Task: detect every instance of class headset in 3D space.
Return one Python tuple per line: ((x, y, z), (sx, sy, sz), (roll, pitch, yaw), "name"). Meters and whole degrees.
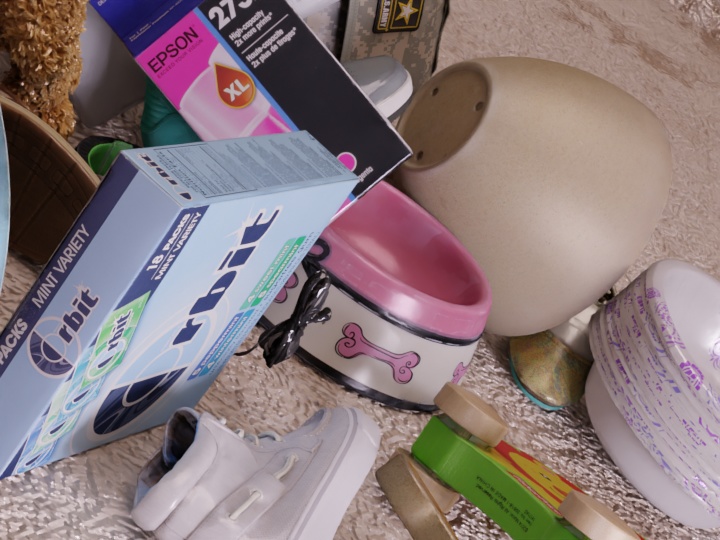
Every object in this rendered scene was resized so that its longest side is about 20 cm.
((-0.094, -0.021, 1.303), (0.123, 0.094, 0.200), (11, 32, -51), "headset")

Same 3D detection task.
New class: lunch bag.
((-0.027, -0.213, 1.668), (0.199, 0.165, 0.118), (7, 23, -5), "lunch bag")

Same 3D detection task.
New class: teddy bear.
((-0.185, -0.167, 1.303), (0.067, 0.201, 0.145), (2, 27, 6), "teddy bear")

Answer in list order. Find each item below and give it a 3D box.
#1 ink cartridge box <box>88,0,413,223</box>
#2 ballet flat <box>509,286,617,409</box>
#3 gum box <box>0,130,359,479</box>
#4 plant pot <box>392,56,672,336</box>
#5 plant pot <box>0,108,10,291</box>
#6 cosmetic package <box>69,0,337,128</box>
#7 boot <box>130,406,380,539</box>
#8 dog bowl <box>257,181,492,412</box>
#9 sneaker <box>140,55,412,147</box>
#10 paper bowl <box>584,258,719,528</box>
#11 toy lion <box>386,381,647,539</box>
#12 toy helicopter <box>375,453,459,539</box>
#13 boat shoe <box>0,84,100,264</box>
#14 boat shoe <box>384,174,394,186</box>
((-0.067, -0.117, 1.343), (0.200, 0.095, 0.037), (50, 1, -3), "ink cartridge box")
((0.154, 0.041, 1.629), (0.071, 0.071, 0.200), (37, 19, 2), "ballet flat")
((-0.100, 0.013, 1.100), (0.045, 0.170, 0.200), (42, 19, 15), "gum box")
((0.100, -0.073, 1.560), (0.134, 0.200, 0.200), (37, 16, -35), "plant pot")
((-0.274, -0.031, 0.901), (0.188, 0.200, 0.200), (-5, 43, -41), "plant pot")
((-0.146, -0.235, 1.472), (0.165, 0.200, 0.165), (59, -5, 50), "cosmetic package")
((-0.054, 0.097, 1.126), (0.096, 0.074, 0.200), (42, 20, -5), "boot")
((0.000, 0.000, 1.449), (0.200, 0.074, 0.200), (32, 20, -13), "dog bowl")
((-0.056, -0.139, 1.424), (0.200, 0.121, 0.084), (-21, 32, -29), "sneaker")
((0.236, 0.099, 1.546), (0.201, 0.104, 0.201), (39, 25, -22), "paper bowl")
((0.121, 0.151, 1.291), (0.192, 0.069, 0.200), (31, 5, -42), "toy lion")
((0.069, 0.181, 1.132), (0.200, 0.079, 0.132), (58, 4, 23), "toy helicopter")
((-0.208, -0.074, 1.275), (0.200, 0.072, 0.072), (34, 20, 13), "boat shoe")
((-0.008, -0.091, 1.648), (0.200, 0.072, 0.076), (22, 24, -36), "boat shoe")
